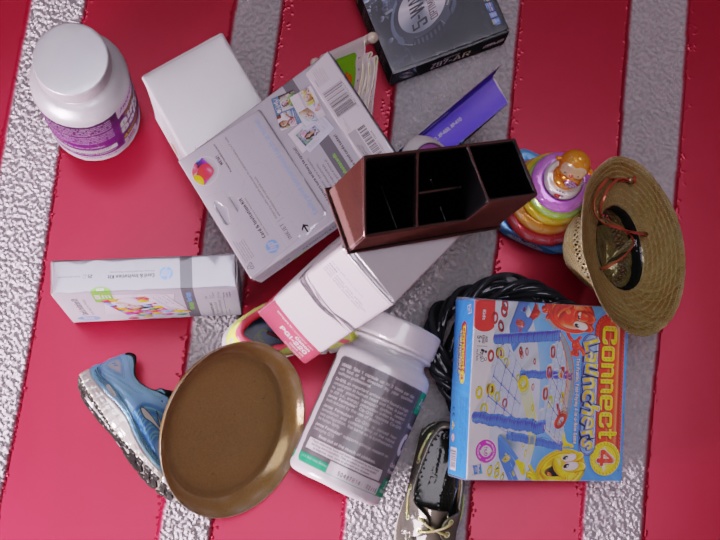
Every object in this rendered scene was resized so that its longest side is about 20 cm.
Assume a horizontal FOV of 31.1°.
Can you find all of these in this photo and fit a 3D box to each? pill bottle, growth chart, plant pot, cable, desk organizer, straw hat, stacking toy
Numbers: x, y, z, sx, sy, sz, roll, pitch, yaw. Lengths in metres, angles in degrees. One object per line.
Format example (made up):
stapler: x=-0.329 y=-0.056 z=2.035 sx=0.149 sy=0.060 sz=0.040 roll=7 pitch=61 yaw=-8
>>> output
pill bottle: x=-0.314 y=-0.205 z=1.474 sx=0.111 sy=0.200 sz=0.114 roll=1 pitch=79 yaw=-3
growth chart: x=-0.026 y=-0.182 z=1.518 sx=0.018 sy=0.144 sz=0.202 roll=20 pitch=61 yaw=-35
pill bottle: x=0.009 y=0.151 z=1.460 sx=0.112 sy=0.113 sz=0.202 roll=24 pitch=84 yaw=1
plant pot: x=-0.145 y=0.174 z=1.443 sx=0.199 sy=0.027 sz=0.202 roll=-11 pitch=108 yaw=-40
cable: x=0.171 y=0.084 z=1.530 sx=0.199 sy=0.051 sz=0.164 roll=-26 pitch=75 yaw=-8
desk organizer: x=0.073 y=-0.077 z=1.291 sx=0.198 sy=0.077 sz=0.072 roll=-10 pitch=73 yaw=-34
straw hat: x=0.276 y=-0.023 z=1.458 sx=0.200 sy=0.085 sz=0.203 roll=8 pitch=78 yaw=-42
stacking toy: x=0.227 y=-0.097 z=1.487 sx=0.115 sy=0.200 sz=0.111 roll=24 pitch=78 yaw=-1

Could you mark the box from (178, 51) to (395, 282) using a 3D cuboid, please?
box: x=-0.070 y=-0.108 z=1.367 sx=0.199 sy=0.041 sz=0.157 roll=-35 pitch=77 yaw=6

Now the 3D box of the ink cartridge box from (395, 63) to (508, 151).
ink cartridge box: x=0.076 y=-0.138 z=1.484 sx=0.198 sy=0.200 sz=0.043 roll=-40 pitch=90 yaw=-11

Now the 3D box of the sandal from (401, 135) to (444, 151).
sandal: x=0.111 y=-0.092 z=1.433 sx=0.050 sy=0.202 sz=0.083 roll=32 pitch=103 yaw=39

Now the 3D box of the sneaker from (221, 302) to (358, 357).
sneaker: x=-0.062 y=0.059 z=1.493 sx=0.198 sy=0.090 sz=0.079 roll=-21 pitch=78 yaw=-11

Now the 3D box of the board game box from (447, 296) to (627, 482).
board game box: x=0.201 y=0.135 z=1.462 sx=0.194 sy=0.056 sz=0.202 roll=3 pitch=88 yaw=-19

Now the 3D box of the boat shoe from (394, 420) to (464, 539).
boat shoe: x=0.081 y=0.271 z=1.474 sx=0.071 sy=0.060 sz=0.204 roll=9 pitch=78 yaw=-3

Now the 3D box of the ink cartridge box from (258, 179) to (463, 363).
ink cartridge box: x=0.000 y=0.000 z=1.386 sx=0.085 sy=0.200 sz=0.146 roll=48 pitch=53 yaw=-2

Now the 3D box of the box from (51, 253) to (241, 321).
box: x=-0.234 y=0.021 z=1.450 sx=0.198 sy=0.156 sz=0.042 roll=-1 pitch=77 yaw=-4

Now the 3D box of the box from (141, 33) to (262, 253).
box: x=-0.153 y=-0.142 z=1.497 sx=0.106 sy=0.152 sz=0.201 roll=-29 pitch=82 yaw=-8

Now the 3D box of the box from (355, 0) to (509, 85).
box: x=0.074 y=-0.351 z=1.608 sx=0.159 sy=0.044 sz=0.202 roll=-20 pitch=81 yaw=-8

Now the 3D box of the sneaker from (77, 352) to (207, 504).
sneaker: x=-0.231 y=0.177 z=1.467 sx=0.090 sy=0.078 sz=0.201 roll=-37 pitch=89 yaw=-22
